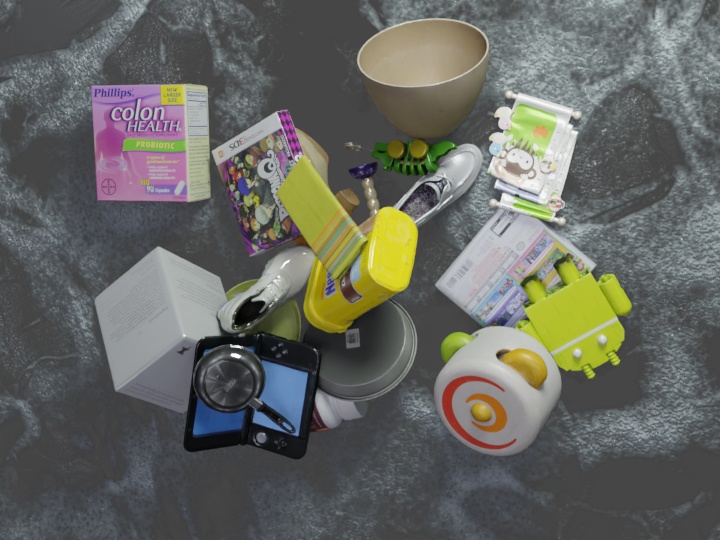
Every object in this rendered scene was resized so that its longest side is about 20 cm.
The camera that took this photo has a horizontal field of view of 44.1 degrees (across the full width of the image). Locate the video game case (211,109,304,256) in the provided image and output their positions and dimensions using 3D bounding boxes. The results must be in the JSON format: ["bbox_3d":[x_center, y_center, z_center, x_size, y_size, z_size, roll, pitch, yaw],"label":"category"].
[{"bbox_3d":[-0.155,-0.143,1.500,0.181,0.036,0.200,-20,89,42],"label":"video game case"}]

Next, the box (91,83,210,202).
[{"bbox_3d":[-0.363,-0.221,1.550,0.176,0.097,0.200,3,99,14],"label":"box"}]

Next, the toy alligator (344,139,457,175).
[{"bbox_3d":[0.061,-0.181,1.440,0.200,0.059,0.054,3,89,28],"label":"toy alligator"}]

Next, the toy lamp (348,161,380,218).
[{"bbox_3d":[0.029,-0.080,1.497,0.058,0.058,0.200,-15,96,16],"label":"toy lamp"}]

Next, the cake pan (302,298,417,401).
[{"bbox_3d":[-0.006,0.120,1.491,0.200,0.037,0.201,-6,61,10],"label":"cake pan"}]

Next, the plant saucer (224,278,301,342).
[{"bbox_3d":[-0.185,0.114,1.559,0.200,0.031,0.200,-9,69,23],"label":"plant saucer"}]

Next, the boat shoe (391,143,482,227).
[{"bbox_3d":[0.119,-0.132,1.442,0.200,0.069,0.072,-36,92,0],"label":"boat shoe"}]

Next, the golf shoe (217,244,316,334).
[{"bbox_3d":[-0.146,0.038,1.476,0.200,0.097,0.078,-44,104,-5],"label":"golf shoe"}]

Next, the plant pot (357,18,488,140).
[{"bbox_3d":[0.104,-0.286,1.394,0.200,0.200,0.135,1,134,14],"label":"plant pot"}]

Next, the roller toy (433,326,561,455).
[{"bbox_3d":[0.219,0.196,1.423,0.200,0.140,0.183,-1,116,34],"label":"roller toy"}]

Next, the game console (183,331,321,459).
[{"bbox_3d":[-0.174,0.211,1.442,0.176,0.116,0.200,14,104,17],"label":"game console"}]

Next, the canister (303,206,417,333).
[{"bbox_3d":[0.000,0.000,1.413,0.086,0.149,0.200,25,148,-22],"label":"canister"}]

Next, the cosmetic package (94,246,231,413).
[{"bbox_3d":[-0.324,0.104,1.518,0.165,0.165,0.200,-36,53,17],"label":"cosmetic package"}]

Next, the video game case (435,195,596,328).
[{"bbox_3d":[0.254,0.008,1.474,0.182,0.022,0.200,40,105,5],"label":"video game case"}]

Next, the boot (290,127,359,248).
[{"bbox_3d":[-0.102,-0.132,1.518,0.144,0.071,0.201,-46,73,30],"label":"boot"}]

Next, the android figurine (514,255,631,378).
[{"bbox_3d":[0.346,0.082,1.438,0.182,0.041,0.200,-29,100,12],"label":"android figurine"}]

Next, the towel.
[{"bbox_3d":[-0.061,-0.083,1.382,0.086,0.018,0.200,-50,57,25],"label":"towel"}]

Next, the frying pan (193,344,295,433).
[{"bbox_3d":[-0.192,0.208,1.416,0.115,0.031,0.190,-25,104,-2],"label":"frying pan"}]

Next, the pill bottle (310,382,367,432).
[{"bbox_3d":[-0.096,0.226,1.548,0.200,0.114,0.114,-14,96,16],"label":"pill bottle"}]

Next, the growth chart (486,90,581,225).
[{"bbox_3d":[0.275,-0.182,1.430,0.144,0.018,0.200,11,93,10],"label":"growth chart"}]
